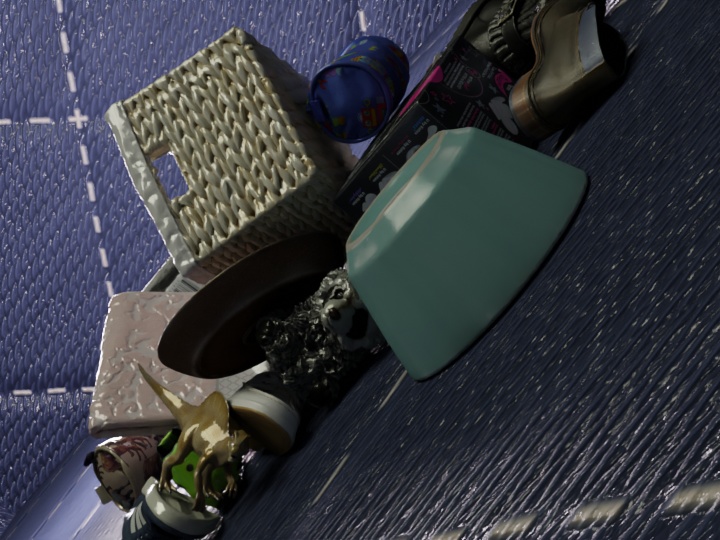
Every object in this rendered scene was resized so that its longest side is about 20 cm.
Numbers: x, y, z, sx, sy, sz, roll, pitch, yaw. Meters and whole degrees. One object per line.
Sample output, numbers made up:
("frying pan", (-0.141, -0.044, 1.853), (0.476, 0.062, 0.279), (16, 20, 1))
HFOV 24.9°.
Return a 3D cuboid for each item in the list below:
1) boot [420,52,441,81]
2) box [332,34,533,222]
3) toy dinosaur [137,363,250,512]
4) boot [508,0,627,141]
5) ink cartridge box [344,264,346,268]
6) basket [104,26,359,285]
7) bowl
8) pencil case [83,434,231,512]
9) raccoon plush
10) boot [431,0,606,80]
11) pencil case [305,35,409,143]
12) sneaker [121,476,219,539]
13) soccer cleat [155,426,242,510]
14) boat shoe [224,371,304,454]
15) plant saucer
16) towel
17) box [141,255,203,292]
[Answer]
("boot", (0.121, -0.208, 1.801), (0.200, 0.096, 0.074), (-45, 9, 37))
("box", (0.076, -0.105, 1.484), (0.132, 0.115, 0.200), (-48, 5, 28))
("toy dinosaur", (-0.143, 0.153, 1.466), (0.200, 0.058, 0.101), (25, 105, 54))
("boot", (0.199, -0.196, 1.416), (0.097, 0.075, 0.200), (-29, 27, 39))
("ink cartridge box", (0.054, -0.081, 1.752), (0.200, 0.050, 0.109), (-44, 9, 46))
("basket", (-0.100, -0.089, 1.541), (0.161, 0.198, 0.200), (-33, -25, 12))
("bowl", (0.064, -0.029, 1.210), (0.201, 0.105, 0.201), (-49, 7, 9))
("pencil case", (-0.195, 0.173, 1.726), (0.200, 0.078, 0.089), (-36, 9, -38))
("raccoon plush", (-0.015, 0.035, 1.469), (0.134, 0.097, 0.200), (-41, 9, 12))
("boot", (0.154, -0.214, 1.658), (0.158, 0.079, 0.211), (-7, 56, 50))
("pencil case", (-0.002, -0.175, 1.563), (0.087, 0.078, 0.200), (-19, 12, 11))
("sneaker", (-0.185, 0.248, 1.527), (0.085, 0.075, 0.200), (-62, 5, -8))
("soccer cleat", (-0.160, 0.185, 1.600), (0.068, 0.081, 0.200), (-51, 5, -6))
("boat shoe", (-0.085, 0.123, 1.505), (0.069, 0.071, 0.200), (-49, 7, -13))
("plant saucer", (-0.093, 0.040, 1.503), (0.200, 0.035, 0.200), (-30, -21, -13))
("towel", (-0.177, 0.090, 1.686), (0.200, 0.191, 0.032), (-90, -6, -50))
("box", (-0.176, 0.075, 1.867), (0.148, 0.104, 0.200), (-53, -23, -11))
